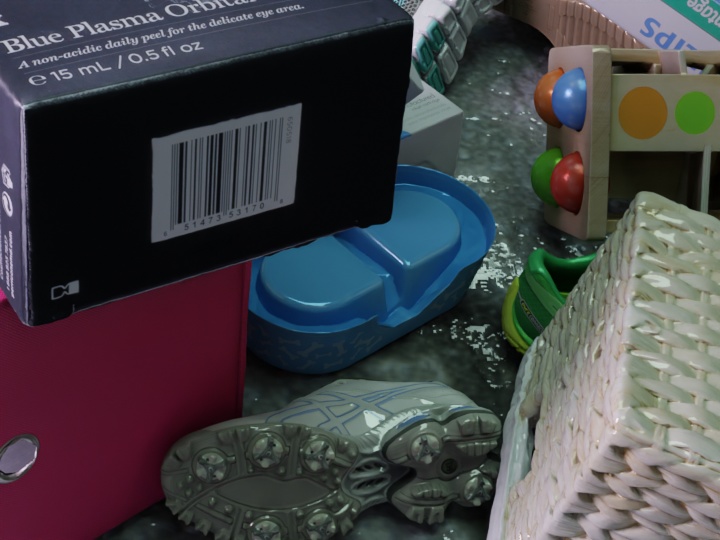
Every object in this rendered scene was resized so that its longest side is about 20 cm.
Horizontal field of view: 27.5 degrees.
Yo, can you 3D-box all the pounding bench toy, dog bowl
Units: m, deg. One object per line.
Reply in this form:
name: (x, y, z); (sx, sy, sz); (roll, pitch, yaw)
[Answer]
pounding bench toy: (0.194, -0.093, 1.037); (0.153, 0.126, 0.200); (0, 8, -6)
dog bowl: (0.000, 0.000, 0.960); (0.199, 0.050, 0.111); (-28, 53, -33)

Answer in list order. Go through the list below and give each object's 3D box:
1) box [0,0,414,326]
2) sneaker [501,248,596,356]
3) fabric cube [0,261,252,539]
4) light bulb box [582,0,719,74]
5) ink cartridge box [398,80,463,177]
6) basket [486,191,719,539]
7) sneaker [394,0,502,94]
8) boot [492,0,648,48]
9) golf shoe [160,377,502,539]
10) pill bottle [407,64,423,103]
box: (-0.110, -0.099, 0.711); (0.195, 0.119, 0.200); (-17, 43, -29)
sneaker: (0.190, 0.027, 0.928); (0.197, 0.084, 0.075); (4, 39, -3)
fabric cube: (-0.192, 0.024, 0.797); (0.198, 0.198, 0.199); (-26, 48, -35)
light bulb box: (0.263, -0.262, 1.170); (0.197, 0.125, 0.200); (35, 30, 2)
ink cartridge box: (-0.032, -0.122, 1.090); (0.115, 0.067, 0.200); (-25, 49, -31)
basket: (0.184, 0.095, 0.756); (0.198, 0.162, 0.199); (21, 41, -2)
sneaker: (0.062, -0.232, 1.191); (0.091, 0.078, 0.201); (22, 67, 36)
boot: (0.217, -0.228, 1.245); (0.165, 0.073, 0.199); (-28, 53, -37)
golf shoe: (-0.020, 0.102, 0.838); (0.197, 0.079, 0.097); (-1, 23, -18)
pill bottle: (-0.063, -0.100, 0.957); (0.199, 0.112, 0.113); (-31, 41, 11)
